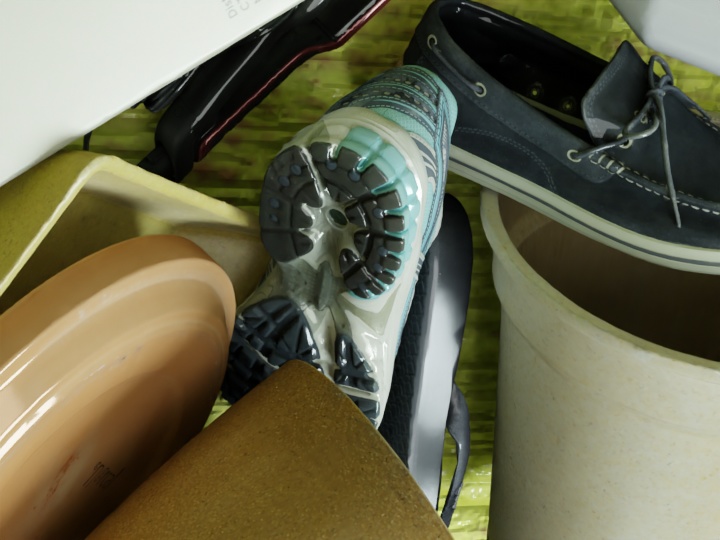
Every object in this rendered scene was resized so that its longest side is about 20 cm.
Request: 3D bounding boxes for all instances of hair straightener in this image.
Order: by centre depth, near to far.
[{"bbox_3d":[-0.048,-0.101,0.956,0.200,0.041,0.077,-40,142,6],"label":"hair straightener"}]

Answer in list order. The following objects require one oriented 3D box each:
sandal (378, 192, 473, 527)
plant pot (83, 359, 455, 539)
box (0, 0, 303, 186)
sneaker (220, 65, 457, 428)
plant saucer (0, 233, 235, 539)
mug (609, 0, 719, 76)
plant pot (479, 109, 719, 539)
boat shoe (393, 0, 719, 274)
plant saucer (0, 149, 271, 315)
[{"bbox_3d":[0.028,0.066,1.044,0.043,0.076,0.201,2,112,-23],"label":"sandal"},{"bbox_3d":[-0.060,0.165,0.914,0.199,0.186,0.187,-31,122,-14],"label":"plant pot"},{"bbox_3d":[-0.121,-0.120,0.867,0.199,0.128,0.109,-32,120,-7],"label":"box"},{"bbox_3d":[0.000,0.000,0.984,0.086,0.077,0.200,-51,169,-39],"label":"sneaker"},{"bbox_3d":[-0.117,0.075,0.921,0.200,0.032,0.201,-43,161,-19],"label":"plant saucer"},{"bbox_3d":[0.185,-0.144,0.983,0.152,0.187,0.150,14,136,8],"label":"mug"},{"bbox_3d":[0.132,0.060,1.034,0.199,0.201,0.184,-3,125,-21],"label":"plant pot"},{"bbox_3d":[0.103,-0.054,0.972,0.199,0.075,0.063,23,124,14],"label":"boat shoe"},{"bbox_3d":[-0.133,0.037,0.935,0.200,0.048,0.200,-52,162,6],"label":"plant saucer"}]
